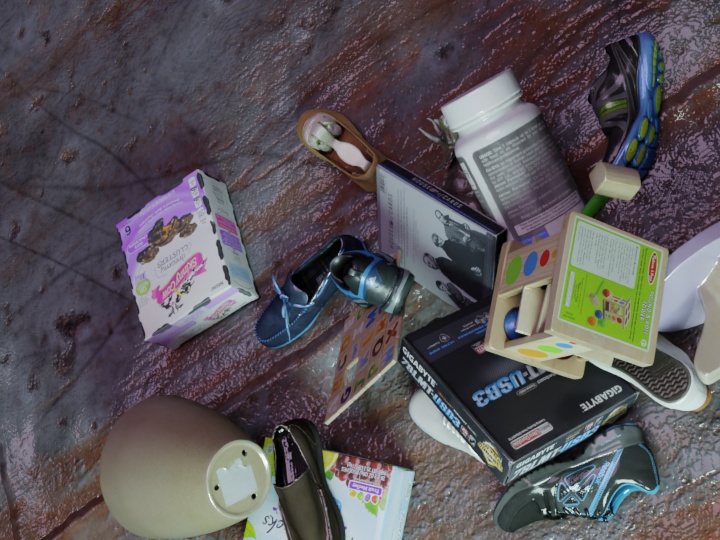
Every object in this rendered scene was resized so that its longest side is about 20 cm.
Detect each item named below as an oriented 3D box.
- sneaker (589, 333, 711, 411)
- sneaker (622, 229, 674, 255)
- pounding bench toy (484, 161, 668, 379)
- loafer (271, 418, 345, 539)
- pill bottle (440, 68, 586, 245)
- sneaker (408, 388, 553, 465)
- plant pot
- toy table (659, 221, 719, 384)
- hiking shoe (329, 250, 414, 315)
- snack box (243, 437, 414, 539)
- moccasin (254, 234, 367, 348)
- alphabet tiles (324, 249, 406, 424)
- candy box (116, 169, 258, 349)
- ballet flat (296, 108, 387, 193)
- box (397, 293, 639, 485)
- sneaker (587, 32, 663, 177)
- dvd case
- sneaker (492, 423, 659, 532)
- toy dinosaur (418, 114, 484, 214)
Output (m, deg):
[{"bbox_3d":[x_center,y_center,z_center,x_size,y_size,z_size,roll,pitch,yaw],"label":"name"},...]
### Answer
[{"bbox_3d":[0.308,0.094,1.229,0.073,0.084,0.200,-53,46,12],"label":"sneaker"},{"bbox_3d":[0.299,-0.015,1.258,0.198,0.082,0.078,15,84,35],"label":"sneaker"},{"bbox_3d":[0.229,-0.002,1.174,0.156,0.123,0.203,155,131,-65],"label":"pounding bench toy"},{"bbox_3d":[-0.076,0.274,1.330,0.072,0.071,0.202,-27,63,21],"label":"loafer"},{"bbox_3d":[0.180,-0.125,1.294,0.113,0.114,0.202,-25,98,23],"label":"pill bottle"},{"bbox_3d":[0.135,0.184,1.308,0.198,0.071,0.074,19,86,33],"label":"sneaker"},{"bbox_3d":[-0.202,0.256,1.387,0.199,0.186,0.190,-5,72,52],"label":"plant pot"},{"bbox_3d":[0.402,0.030,1.140,0.199,0.184,0.118,-39,45,11],"label":"toy table"},{"bbox_3d":[0.000,0.000,1.358,0.075,0.086,0.200,-64,17,-6],"label":"hiking shoe"},{"bbox_3d":[-0.044,0.313,1.382,0.198,0.067,0.171,7,80,33],"label":"snack box"},{"bbox_3d":[-0.080,0.019,1.487,0.200,0.068,0.081,-49,58,11],"label":"moccasin"},{"bbox_3d":[0.013,0.073,1.373,0.167,0.007,0.202,-47,24,44],"label":"alphabet tiles"},{"bbox_3d":[-0.254,-0.015,1.600,0.167,0.071,0.202,-31,62,20],"label":"candy box"},{"bbox_3d":[-0.030,-0.177,1.516,0.199,0.063,0.069,37,96,33],"label":"ballet flat"},{"bbox_3d":[0.176,0.119,1.242,0.199,0.198,0.050,48,146,33],"label":"box"},{"bbox_3d":[0.311,-0.186,1.313,0.082,0.071,0.202,-1,71,36],"label":"sneaker"},{"bbox_3d":[0.096,-0.033,1.362,0.025,0.152,0.199,-31,49,-30],"label":"dvd case"},{"bbox_3d":[0.238,0.249,1.227,0.199,0.073,0.083,-35,63,19],"label":"sneaker"},{"bbox_3d":[0.138,-0.097,1.396,0.101,0.077,0.203,-4,87,37],"label":"toy dinosaur"}]
